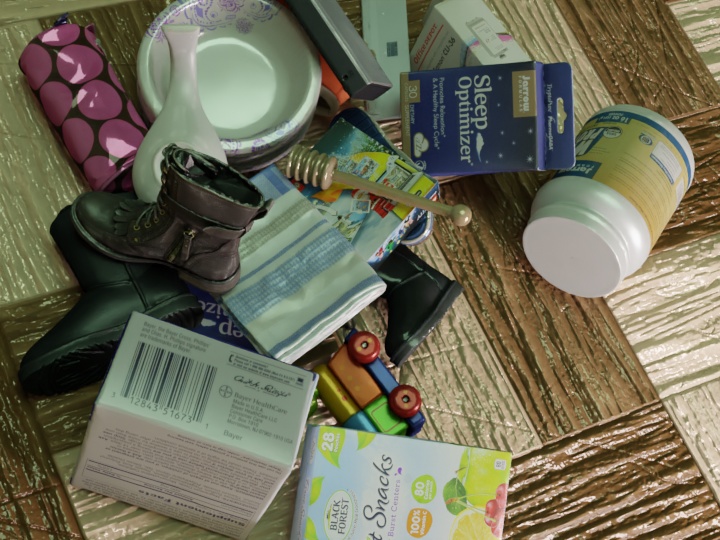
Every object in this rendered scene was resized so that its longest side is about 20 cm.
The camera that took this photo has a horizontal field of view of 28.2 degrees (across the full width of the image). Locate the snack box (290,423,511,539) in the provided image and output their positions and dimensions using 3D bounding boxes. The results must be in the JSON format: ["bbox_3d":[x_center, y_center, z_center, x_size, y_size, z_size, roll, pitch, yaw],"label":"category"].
[{"bbox_3d":[0.037,0.246,1.396,0.199,0.068,0.169,9,83,-12],"label":"snack box"}]

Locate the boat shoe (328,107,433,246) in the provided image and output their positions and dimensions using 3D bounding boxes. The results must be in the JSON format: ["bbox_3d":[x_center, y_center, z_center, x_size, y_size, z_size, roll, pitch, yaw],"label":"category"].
[{"bbox_3d":[0.035,-0.099,1.600,0.072,0.072,0.200,-33,56,9],"label":"boat shoe"}]

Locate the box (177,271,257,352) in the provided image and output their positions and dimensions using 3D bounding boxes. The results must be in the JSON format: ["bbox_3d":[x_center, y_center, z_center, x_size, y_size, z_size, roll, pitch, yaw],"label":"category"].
[{"bbox_3d":[-0.139,0.067,1.492,0.121,0.032,0.200,12,60,-13],"label":"box"}]

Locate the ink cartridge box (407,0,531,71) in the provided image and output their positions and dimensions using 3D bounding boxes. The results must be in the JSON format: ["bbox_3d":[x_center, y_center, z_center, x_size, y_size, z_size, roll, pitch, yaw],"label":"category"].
[{"bbox_3d":[0.127,-0.248,1.709,0.067,0.117,0.200,-27,72,-30],"label":"ink cartridge box"}]

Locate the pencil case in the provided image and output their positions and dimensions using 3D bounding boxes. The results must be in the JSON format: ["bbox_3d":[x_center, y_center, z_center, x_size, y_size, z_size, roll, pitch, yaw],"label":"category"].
[{"bbox_3d":[-0.287,-0.173,1.543,0.094,0.091,0.200,-24,74,-25],"label":"pencil case"}]

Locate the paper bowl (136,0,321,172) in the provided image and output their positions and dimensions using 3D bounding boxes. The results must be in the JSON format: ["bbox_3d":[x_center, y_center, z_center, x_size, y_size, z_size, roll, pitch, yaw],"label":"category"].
[{"bbox_3d":[-0.147,-0.202,1.584,0.200,0.104,0.201,3,69,-8],"label":"paper bowl"}]

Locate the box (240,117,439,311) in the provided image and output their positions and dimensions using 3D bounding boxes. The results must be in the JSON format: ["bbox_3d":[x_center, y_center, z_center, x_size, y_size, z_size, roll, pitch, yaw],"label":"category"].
[{"bbox_3d":[-0.030,-0.051,1.506,0.136,0.038,0.200,35,71,21],"label":"box"}]

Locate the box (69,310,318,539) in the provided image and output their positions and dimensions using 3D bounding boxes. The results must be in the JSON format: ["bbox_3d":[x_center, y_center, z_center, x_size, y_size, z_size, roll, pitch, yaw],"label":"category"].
[{"bbox_3d":[-0.158,0.150,1.336,0.183,0.200,0.105,20,57,-7],"label":"box"}]

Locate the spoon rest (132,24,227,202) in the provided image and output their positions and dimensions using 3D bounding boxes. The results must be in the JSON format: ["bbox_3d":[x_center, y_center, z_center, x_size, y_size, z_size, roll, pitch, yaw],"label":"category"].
[{"bbox_3d":[-0.185,-0.150,1.483,0.099,0.061,0.201,2,88,-2],"label":"spoon rest"}]

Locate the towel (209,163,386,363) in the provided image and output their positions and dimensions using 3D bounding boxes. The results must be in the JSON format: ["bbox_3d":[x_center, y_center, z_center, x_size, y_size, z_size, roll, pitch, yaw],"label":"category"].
[{"bbox_3d":[-0.086,-0.007,1.454,0.147,0.024,0.200,-36,64,-13],"label":"towel"}]

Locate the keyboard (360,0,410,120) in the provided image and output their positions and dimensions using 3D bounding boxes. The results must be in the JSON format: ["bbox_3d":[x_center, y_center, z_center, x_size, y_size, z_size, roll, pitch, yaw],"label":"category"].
[{"bbox_3d":[0.031,-0.267,1.740,0.056,0.011,0.200,-3,61,1],"label":"keyboard"}]

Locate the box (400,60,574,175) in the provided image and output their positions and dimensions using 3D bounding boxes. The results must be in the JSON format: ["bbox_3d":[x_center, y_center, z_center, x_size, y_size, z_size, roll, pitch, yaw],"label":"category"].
[{"bbox_3d":[0.141,-0.170,1.615,0.032,0.199,0.122,-4,92,-64],"label":"box"}]

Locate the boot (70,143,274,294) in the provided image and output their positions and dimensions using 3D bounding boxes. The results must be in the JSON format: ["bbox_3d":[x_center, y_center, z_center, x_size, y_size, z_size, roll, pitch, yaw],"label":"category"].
[{"bbox_3d":[-0.182,-0.066,1.367,0.200,0.174,0.069,22,58,2],"label":"boot"}]

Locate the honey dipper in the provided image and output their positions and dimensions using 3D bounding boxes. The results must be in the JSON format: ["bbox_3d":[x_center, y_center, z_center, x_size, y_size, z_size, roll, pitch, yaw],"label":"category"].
[{"bbox_3d":[0.019,-0.084,1.476,0.200,0.038,0.038,19,56,13],"label":"honey dipper"}]

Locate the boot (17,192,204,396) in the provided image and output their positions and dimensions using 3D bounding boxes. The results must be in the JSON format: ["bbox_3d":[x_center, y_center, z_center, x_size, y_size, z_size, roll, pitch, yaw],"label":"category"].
[{"bbox_3d":[-0.278,0.019,1.447,0.200,0.076,0.168,-26,63,-17],"label":"boot"}]

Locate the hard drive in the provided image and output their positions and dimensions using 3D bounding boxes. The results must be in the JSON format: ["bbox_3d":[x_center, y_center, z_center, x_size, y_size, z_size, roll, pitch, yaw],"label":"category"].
[{"bbox_3d":[-0.042,-0.281,1.594,0.033,0.140,0.200,-34,88,13],"label":"hard drive"}]

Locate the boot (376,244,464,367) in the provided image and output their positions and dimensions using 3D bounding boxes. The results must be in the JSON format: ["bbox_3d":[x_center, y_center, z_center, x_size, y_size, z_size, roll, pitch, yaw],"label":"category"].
[{"bbox_3d":[0.000,0.000,1.539,0.200,0.066,0.165,40,30,2],"label":"boot"}]

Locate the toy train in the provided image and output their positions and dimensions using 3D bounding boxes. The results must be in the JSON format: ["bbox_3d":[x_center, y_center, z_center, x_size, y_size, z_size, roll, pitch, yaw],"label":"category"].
[{"bbox_3d":[-0.034,0.110,1.481,0.116,0.085,0.200,-34,76,-17],"label":"toy train"}]

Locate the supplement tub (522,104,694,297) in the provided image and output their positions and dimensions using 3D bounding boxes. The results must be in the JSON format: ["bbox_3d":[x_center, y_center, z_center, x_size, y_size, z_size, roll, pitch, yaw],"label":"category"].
[{"bbox_3d":[0.285,-0.080,1.652,0.145,0.145,0.200,35,56,3],"label":"supplement tub"}]

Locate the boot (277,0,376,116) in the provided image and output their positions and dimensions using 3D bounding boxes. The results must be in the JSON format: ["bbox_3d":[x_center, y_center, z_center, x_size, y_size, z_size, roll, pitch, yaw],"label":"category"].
[{"bbox_3d":[-0.089,-0.261,1.671,0.200,0.075,0.107,31,61,-1],"label":"boot"}]
